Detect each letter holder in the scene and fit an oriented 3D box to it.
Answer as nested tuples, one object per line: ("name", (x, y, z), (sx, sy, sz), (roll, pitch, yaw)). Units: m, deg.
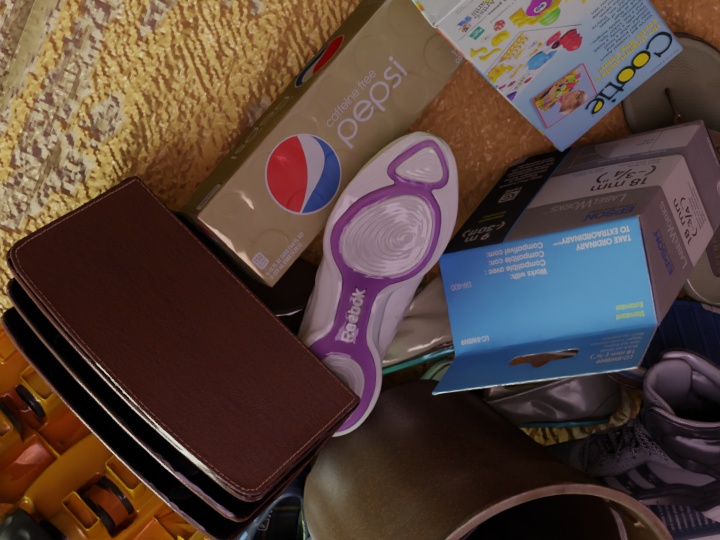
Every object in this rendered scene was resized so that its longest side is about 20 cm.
("letter holder", (-0.125, 0.066, 1.014), (0.200, 0.142, 0.101), (44, 124, 6))

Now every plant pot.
("plant pot", (0.064, 0.175, 1.058), (0.198, 0.198, 0.202), (-9, 116, -20))

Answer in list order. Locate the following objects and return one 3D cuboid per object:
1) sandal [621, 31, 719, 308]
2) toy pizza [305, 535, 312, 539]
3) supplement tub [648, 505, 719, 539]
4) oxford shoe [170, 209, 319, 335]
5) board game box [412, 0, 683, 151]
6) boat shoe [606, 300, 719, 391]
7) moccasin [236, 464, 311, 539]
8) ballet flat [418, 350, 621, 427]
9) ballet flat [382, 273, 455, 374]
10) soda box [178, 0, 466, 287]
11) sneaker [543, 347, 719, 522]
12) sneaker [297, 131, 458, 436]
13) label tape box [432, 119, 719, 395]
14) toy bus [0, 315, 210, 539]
("sandal", (0.230, -0.064, 1.138), (0.079, 0.057, 0.203), (-18, 110, 7))
("toy pizza", (0.007, 0.250, 1.203), (0.199, 0.032, 0.202), (-18, 126, -26))
("supplement tub", (0.213, 0.220, 1.193), (0.198, 0.141, 0.142), (-10, 109, 2))
("oxford shoe", (-0.107, 0.003, 1.127), (0.198, 0.073, 0.085), (8, 151, -8))
("board game box", (0.097, -0.172, 1.017), (0.105, 0.103, 0.200), (-40, 150, 10))
("boat shoe", (0.254, 0.073, 1.175), (0.198, 0.073, 0.073), (6, 139, -7))
("moccasin", (-0.071, 0.207, 1.196), (0.080, 0.068, 0.202), (-6, 126, -11))
("ballet flat", (0.081, 0.086, 1.186), (0.198, 0.067, 0.064), (-9, 99, -5))
("ballet flat", (-0.017, 0.056, 1.175), (0.198, 0.070, 0.070), (-22, 109, 3))
("soda box", (-0.022, -0.088, 1.085), (0.068, 0.064, 0.200), (43, 83, -16))
("sneaker", (0.183, 0.108, 1.119), (0.198, 0.076, 0.114), (-4, 131, 26))
("sneaker", (0.000, 0.000, 1.083), (0.074, 0.100, 0.201), (22, 106, -9))
("label tape box", (0.130, -0.011, 1.055), (0.143, 0.200, 0.064), (-11, 114, 34))
("toy bus", (-0.192, 0.147, 1.153), (0.136, 0.192, 0.200), (-41, 74, -19))
